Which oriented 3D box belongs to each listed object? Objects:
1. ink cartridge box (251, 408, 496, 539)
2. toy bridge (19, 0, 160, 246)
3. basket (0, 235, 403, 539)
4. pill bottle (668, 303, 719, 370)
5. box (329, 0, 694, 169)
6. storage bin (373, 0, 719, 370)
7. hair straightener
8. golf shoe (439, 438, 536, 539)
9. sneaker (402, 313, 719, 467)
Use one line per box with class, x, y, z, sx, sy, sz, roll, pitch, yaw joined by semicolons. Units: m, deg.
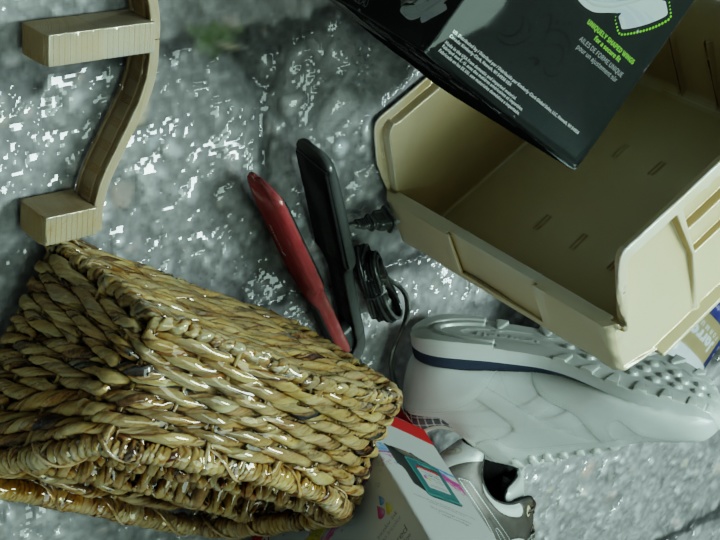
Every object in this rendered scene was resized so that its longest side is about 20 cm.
ink cartridge box;0.003;0.156;0.921;0.067;0.200;0.117;26;104;-28
toy bridge;-0.130;-0.114;0.775;0.067;0.027;0.202;-14;121;-39
basket;-0.090;0.092;0.836;0.199;0.142;0.150;23;95;-45
pill bottle;0.194;0.008;1.062;0.201;0.119;0.120;-55;136;-4
box;0.094;-0.185;0.829;0.124;0.148;0.201;33;95;-37
storage bin;0.141;-0.069;0.918;0.198;0.200;0.094;-40;135;-18
hair straightener;0.000;0.000;0.937;0.077;0.041;0.201;-37;132;-15
golf shoe;0.097;0.187;1.101;0.095;0.078;0.200;-53;137;-7
sneaker;0.123;0.083;0.985;0.076;0.198;0.081;-31;129;-67
